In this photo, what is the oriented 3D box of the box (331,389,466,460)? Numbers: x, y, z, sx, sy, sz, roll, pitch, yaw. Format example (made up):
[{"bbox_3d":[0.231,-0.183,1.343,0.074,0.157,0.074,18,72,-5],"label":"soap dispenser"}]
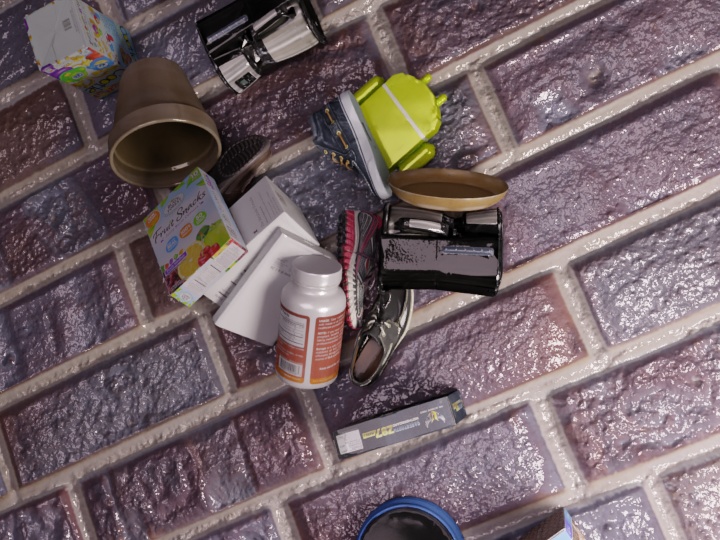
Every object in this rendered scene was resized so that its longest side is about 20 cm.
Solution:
[{"bbox_3d":[0.067,0.248,1.364,0.196,0.158,0.052,-18,83,11],"label":"box"}]

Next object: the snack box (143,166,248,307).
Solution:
[{"bbox_3d":[-0.282,-0.059,1.418,0.142,0.053,0.201,-40,48,10],"label":"snack box"}]

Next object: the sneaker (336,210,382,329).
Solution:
[{"bbox_3d":[0.000,0.000,1.442,0.073,0.080,0.205,2,95,-16],"label":"sneaker"}]

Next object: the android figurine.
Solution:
[{"bbox_3d":[0.058,-0.255,1.458,0.199,0.041,0.183,-41,77,11],"label":"android figurine"}]

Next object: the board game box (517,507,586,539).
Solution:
[{"bbox_3d":[0.331,0.488,1.280,0.096,0.159,0.202,-36,79,8],"label":"board game box"}]

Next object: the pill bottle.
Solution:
[{"bbox_3d":[-0.081,0.084,1.404,0.110,0.112,0.204,13,112,15],"label":"pill bottle"}]

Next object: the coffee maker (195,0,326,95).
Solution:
[{"bbox_3d":[-0.182,-0.441,1.501,0.197,0.135,0.195,-26,58,10],"label":"coffee maker"}]

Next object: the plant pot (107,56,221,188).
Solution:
[{"bbox_3d":[-0.360,-0.275,1.504,0.197,0.200,0.177,-22,66,12],"label":"plant pot"}]

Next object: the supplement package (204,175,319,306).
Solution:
[{"bbox_3d":[-0.189,-0.039,1.453,0.199,0.109,0.114,-41,45,8],"label":"supplement package"}]

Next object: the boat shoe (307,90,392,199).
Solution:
[{"bbox_3d":[-0.017,-0.197,1.429,0.090,0.071,0.204,-27,74,17],"label":"boat shoe"}]

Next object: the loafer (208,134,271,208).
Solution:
[{"bbox_3d":[-0.230,-0.161,1.518,0.200,0.071,0.073,-43,50,9],"label":"loafer"}]

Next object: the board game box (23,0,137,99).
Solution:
[{"bbox_3d":[-0.497,-0.400,1.528,0.101,0.200,0.107,-22,82,12],"label":"board game box"}]

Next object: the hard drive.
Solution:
[{"bbox_3d":[-0.144,0.032,1.435,0.201,0.131,0.026,-51,42,17],"label":"hard drive"}]

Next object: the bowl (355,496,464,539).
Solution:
[{"bbox_3d":[0.081,0.485,1.406,0.196,0.039,0.206,-1,86,14],"label":"bowl"}]

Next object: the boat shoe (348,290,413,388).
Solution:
[{"bbox_3d":[0.036,0.103,1.429,0.071,0.068,0.203,24,89,15],"label":"boat shoe"}]

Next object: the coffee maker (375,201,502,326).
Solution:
[{"bbox_3d":[0.130,-0.008,1.368,0.195,0.135,0.197,5,103,7],"label":"coffee maker"}]

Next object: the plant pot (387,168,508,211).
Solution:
[{"bbox_3d":[0.140,-0.130,1.358,0.195,0.200,0.028,7,110,14],"label":"plant pot"}]
